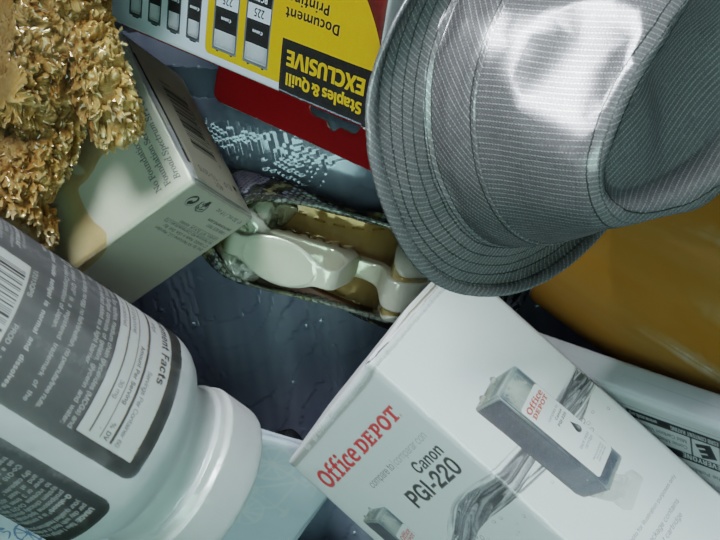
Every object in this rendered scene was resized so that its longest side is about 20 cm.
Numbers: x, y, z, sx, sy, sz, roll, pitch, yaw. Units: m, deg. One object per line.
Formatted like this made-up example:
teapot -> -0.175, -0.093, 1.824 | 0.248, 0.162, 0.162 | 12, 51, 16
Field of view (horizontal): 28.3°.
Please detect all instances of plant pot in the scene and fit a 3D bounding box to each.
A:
plant pot -> 0.194, -0.006, 0.742 | 0.182, 0.200, 0.202 | 24, 109, 8

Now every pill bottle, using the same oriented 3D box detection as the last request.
pill bottle -> -0.150, 0.059, 0.675 | 0.199, 0.117, 0.116 | 37, 106, -28

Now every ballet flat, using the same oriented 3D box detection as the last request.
ballet flat -> 0.000, 0.000, 0.796 | 0.198, 0.072, 0.073 | 16, 109, -6

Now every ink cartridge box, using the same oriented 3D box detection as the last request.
ink cartridge box -> -0.028, -0.137, 0.675 | 0.083, 0.199, 0.178 | -9, 116, -43
ink cartridge box -> 0.076, 0.112, 0.727 | 0.200, 0.085, 0.146 | 43, 147, 5

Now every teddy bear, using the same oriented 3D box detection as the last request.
teddy bear -> -0.159, -0.105, 0.696 | 0.144, 0.066, 0.203 | 12, 99, 36

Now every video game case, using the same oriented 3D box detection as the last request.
video game case -> 0.127, 0.111, 0.769 | 0.199, 0.023, 0.183 | 19, 140, 35

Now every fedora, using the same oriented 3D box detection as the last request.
fedora -> 0.104, -0.074, 0.593 | 0.200, 0.090, 0.178 | -39, 127, -30

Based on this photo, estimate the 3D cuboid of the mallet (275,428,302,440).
mallet -> -0.085, 0.073, 0.797 | 0.065, 0.041, 0.201 | -18, 136, 7

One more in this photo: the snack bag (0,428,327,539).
snack bag -> -0.124, 0.138, 0.824 | 0.198, 0.022, 0.189 | 19, 132, -17

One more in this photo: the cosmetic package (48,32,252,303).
cosmetic package -> -0.169, -0.022, 0.762 | 0.199, 0.071, 0.106 | -35, 67, 11
